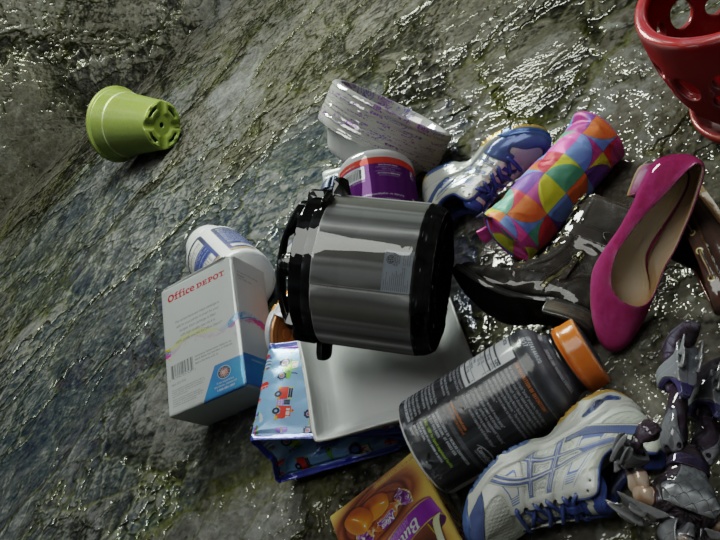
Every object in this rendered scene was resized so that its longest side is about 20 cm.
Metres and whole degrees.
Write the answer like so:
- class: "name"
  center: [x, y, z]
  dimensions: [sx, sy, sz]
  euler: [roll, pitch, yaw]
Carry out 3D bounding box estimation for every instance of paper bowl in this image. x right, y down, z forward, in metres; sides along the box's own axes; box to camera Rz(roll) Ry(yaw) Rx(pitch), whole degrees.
- class: "paper bowl"
  center: [0.030, -0.203, 1.229]
  dimensions: [0.105, 0.199, 0.201]
  euler: [-64, 30, 15]

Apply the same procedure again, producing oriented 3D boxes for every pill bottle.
- class: "pill bottle"
  center: [0.029, -0.057, 1.107]
  dimensions: [0.112, 0.112, 0.202]
  euler: [-21, 60, 29]
- class: "pill bottle"
  center: [-0.226, -0.009, 1.350]
  dimensions: [0.111, 0.111, 0.200]
  euler: [-46, 33, -6]
- class: "pill bottle"
  center: [0.145, 0.129, 0.804]
  dimensions: [0.199, 0.106, 0.107]
  euler: [-33, 34, 14]

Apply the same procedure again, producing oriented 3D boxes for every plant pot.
- class: "plant pot"
  center: [0.421, -0.244, 0.866]
  dimensions: [0.199, 0.183, 0.201]
  euler: [-27, 35, 21]
- class: "plant pot"
  center: [-0.571, -0.378, 2.097]
  dimensions: [0.189, 0.200, 0.201]
  euler: [8, 57, 35]

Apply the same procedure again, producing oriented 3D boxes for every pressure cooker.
- class: "pressure cooker"
  center: [-0.001, -0.001, 0.918]
  dimensions: [0.198, 0.179, 0.177]
  euler: [6, 48, 14]

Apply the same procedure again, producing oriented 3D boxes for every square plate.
- class: "square plate"
  center: [0.029, 0.106, 0.951]
  dimensions: [0.198, 0.029, 0.199]
  euler: [-12, 43, -4]

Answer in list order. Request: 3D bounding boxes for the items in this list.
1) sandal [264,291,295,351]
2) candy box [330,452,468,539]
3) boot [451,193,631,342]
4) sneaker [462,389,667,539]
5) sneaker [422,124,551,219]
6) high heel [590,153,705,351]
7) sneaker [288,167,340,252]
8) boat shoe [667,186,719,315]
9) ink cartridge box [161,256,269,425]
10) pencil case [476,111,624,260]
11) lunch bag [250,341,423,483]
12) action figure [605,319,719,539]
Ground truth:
- class: "sandal"
  center: [-0.060, 0.041, 1.146]
  dimensions: [0.059, 0.079, 0.207]
  euler: [1, 50, 50]
- class: "candy box"
  center: [0.054, 0.283, 0.771]
  dimensions: [0.116, 0.057, 0.200]
  euler: [-39, 34, 4]
- class: "boot"
  center: [0.223, -0.017, 0.914]
  dimensions: [0.199, 0.069, 0.175]
  euler: [22, 66, 31]
- class: "sneaker"
  center: [0.180, 0.192, 0.723]
  dimensions: [0.200, 0.075, 0.088]
  euler: [-41, 33, 3]
- class: "sneaker"
  center: [0.172, -0.118, 1.089]
  dimensions: [0.199, 0.075, 0.089]
  euler: [-29, 43, 34]
- class: "high heel"
  center: [0.283, -0.014, 0.789]
  dimensions: [0.096, 0.067, 0.202]
  euler: [-156, 86, -83]
- class: "sneaker"
  center: [-0.049, -0.087, 1.268]
  dimensions: [0.199, 0.081, 0.147]
  euler: [-34, 40, 5]
- class: "boat shoe"
  center: [0.340, -0.036, 0.818]
  dimensions: [0.070, 0.070, 0.201]
  euler: [-31, 34, 14]
- class: "ink cartridge box"
  center: [-0.205, 0.101, 1.164]
  dimensions: [0.144, 0.084, 0.201]
  euler: [-25, 61, 25]
- class: "pencil case"
  center: [0.234, -0.103, 0.998]
  dimensions: [0.200, 0.088, 0.088]
  euler: [-44, 33, -6]
- class: "lunch bag"
  center: [-0.017, 0.157, 0.980]
  dimensions: [0.198, 0.094, 0.151]
  euler: [-12, 40, 15]
- class: "action figure"
  center: [0.266, 0.145, 0.655]
  dimensions: [0.069, 0.129, 0.201]
  euler: [-57, 8, 52]
